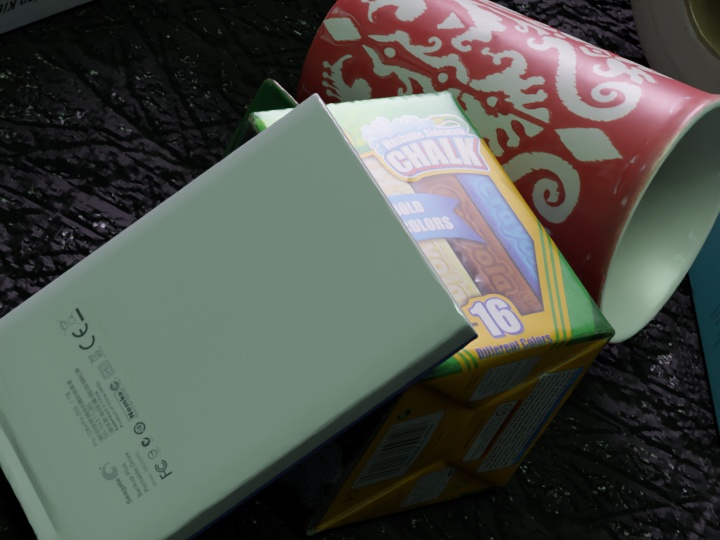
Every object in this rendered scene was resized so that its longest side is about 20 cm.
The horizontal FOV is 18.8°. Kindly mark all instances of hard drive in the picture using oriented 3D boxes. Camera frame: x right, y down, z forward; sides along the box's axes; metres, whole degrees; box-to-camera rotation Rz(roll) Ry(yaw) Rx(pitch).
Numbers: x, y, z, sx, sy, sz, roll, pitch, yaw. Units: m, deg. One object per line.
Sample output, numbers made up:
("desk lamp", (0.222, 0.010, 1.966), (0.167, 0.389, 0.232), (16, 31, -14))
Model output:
("hard drive", (-0.066, 0.033, 0.925), (0.132, 0.199, 0.025), (57, 4, 27))

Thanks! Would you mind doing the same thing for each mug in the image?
("mug", (0.076, -0.055, 1.127), (0.199, 0.178, 0.134), (30, 60, 23))

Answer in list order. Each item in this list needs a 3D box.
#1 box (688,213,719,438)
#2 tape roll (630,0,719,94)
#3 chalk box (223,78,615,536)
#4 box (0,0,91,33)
("box", (0.230, 0.013, 1.201), (0.082, 0.049, 0.201), (14, 43, -18))
("tape roll", (0.278, -0.180, 1.305), (0.139, 0.203, 0.203), (-13, 57, -38))
("chalk box", (0.000, 0.000, 1.024), (0.123, 0.125, 0.201), (-9, 55, -36))
("box", (-0.134, -0.217, 1.100), (0.041, 0.200, 0.156), (44, 43, 16))
